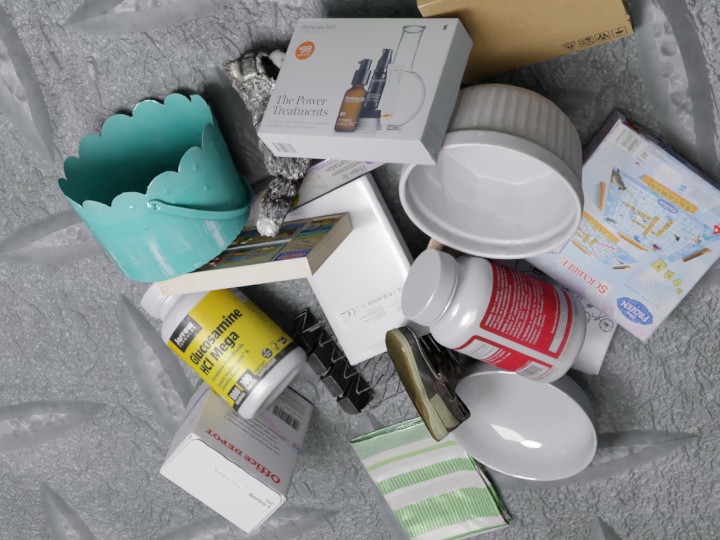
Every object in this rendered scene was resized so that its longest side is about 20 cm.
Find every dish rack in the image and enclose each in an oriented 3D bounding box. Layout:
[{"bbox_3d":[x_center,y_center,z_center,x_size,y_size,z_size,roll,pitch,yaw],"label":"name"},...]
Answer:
[{"bbox_3d":[0.022,0.091,1.753,0.200,0.055,0.154,-27,109,28],"label":"dish rack"}]

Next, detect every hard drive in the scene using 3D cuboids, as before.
[{"bbox_3d":[0.000,0.000,1.673,0.132,0.026,0.201,-24,95,27],"label":"hard drive"}]

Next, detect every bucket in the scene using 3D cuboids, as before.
[{"bbox_3d":[-0.231,-0.094,1.621,0.206,0.208,0.135,-15,126,17],"label":"bucket"}]

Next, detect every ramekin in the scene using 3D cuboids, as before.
[{"bbox_3d":[0.148,-0.112,1.529,0.199,0.105,0.200,10,146,7],"label":"ramekin"}]

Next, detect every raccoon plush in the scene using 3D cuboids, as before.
[{"bbox_3d":[-0.115,-0.153,1.594,0.134,0.097,0.201,25,86,-2],"label":"raccoon plush"}]

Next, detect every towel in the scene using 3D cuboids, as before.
[{"bbox_3d":[0.097,0.285,1.884,0.152,0.023,0.200,-21,115,21],"label":"towel"}]

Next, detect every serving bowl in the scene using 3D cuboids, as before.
[{"bbox_3d":[0.206,0.175,1.763,0.199,0.066,0.201,14,138,13],"label":"serving bowl"}]

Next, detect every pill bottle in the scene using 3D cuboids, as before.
[{"bbox_3d":[-0.173,0.080,1.740,0.200,0.112,0.113,42,120,7],"label":"pill bottle"},{"bbox_3d":[0.151,0.048,1.615,0.199,0.112,0.112,22,123,-23],"label":"pill bottle"}]

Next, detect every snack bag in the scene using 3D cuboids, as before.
[{"bbox_3d":[0.223,0.029,1.715,0.199,0.021,0.189,16,122,0],"label":"snack bag"}]

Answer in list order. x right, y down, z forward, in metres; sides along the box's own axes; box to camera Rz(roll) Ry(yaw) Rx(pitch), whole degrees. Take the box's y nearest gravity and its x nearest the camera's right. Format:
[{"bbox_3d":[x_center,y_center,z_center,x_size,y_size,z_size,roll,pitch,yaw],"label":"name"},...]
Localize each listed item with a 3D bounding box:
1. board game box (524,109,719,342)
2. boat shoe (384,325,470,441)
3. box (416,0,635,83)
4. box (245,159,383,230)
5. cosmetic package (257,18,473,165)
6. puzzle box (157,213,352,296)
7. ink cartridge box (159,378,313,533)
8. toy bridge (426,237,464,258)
[{"bbox_3d":[0.314,-0.049,1.628,0.200,0.041,0.200,34,111,-10],"label":"board game box"},{"bbox_3d":[0.084,0.126,1.676,0.066,0.072,0.201,-30,136,-7],"label":"boat shoe"},{"bbox_3d":[0.179,-0.273,1.496,0.199,0.021,0.164,-14,152,17],"label":"box"},{"bbox_3d":[-0.060,-0.109,1.672,0.200,0.041,0.039,-25,114,21],"label":"box"},{"bbox_3d":[0.004,-0.193,1.487,0.199,0.151,0.052,5,154,29],"label":"cosmetic package"},{"bbox_3d":[-0.123,-0.019,1.628,0.199,0.133,0.026,-8,112,24],"label":"puzzle box"},{"bbox_3d":[-0.154,0.213,1.781,0.145,0.200,0.084,36,119,-11],"label":"ink cartridge box"},{"bbox_3d":[0.105,-0.025,1.676,0.027,0.067,0.201,30,127,28],"label":"toy bridge"}]
